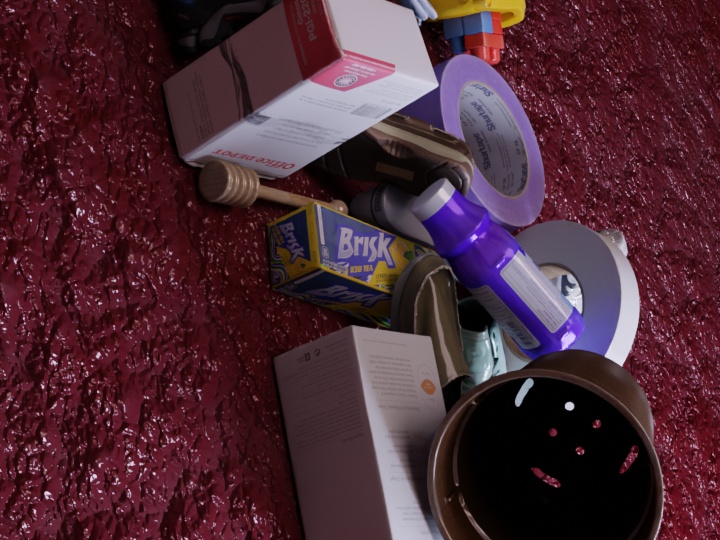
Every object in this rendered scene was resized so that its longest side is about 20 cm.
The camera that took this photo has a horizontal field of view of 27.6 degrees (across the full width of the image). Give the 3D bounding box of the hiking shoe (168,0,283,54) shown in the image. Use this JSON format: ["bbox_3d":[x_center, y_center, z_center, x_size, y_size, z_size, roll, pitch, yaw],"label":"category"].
[{"bbox_3d":[-0.092,-0.264,1.303,0.088,0.198,0.074,67,20,-5],"label":"hiking shoe"}]

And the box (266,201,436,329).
[{"bbox_3d":[0.000,0.000,1.407,0.199,0.064,0.071,20,56,-47],"label":"box"}]

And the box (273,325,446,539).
[{"bbox_3d":[0.012,0.163,1.301,0.124,0.097,0.203,11,62,-52],"label":"box"}]

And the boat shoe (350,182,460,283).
[{"bbox_3d":[0.071,-0.032,1.522,0.199,0.065,0.073,24,71,-39],"label":"boat shoe"}]

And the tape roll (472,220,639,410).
[{"bbox_3d":[0.198,0.049,1.533,0.037,0.201,0.205,21,55,-43],"label":"tape roll"}]

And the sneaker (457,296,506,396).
[{"bbox_3d":[0.109,0.122,1.446,0.119,0.073,0.202,76,10,-47],"label":"sneaker"}]

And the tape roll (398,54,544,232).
[{"bbox_3d":[0.116,-0.130,1.622,0.199,0.084,0.202,31,49,-43],"label":"tape roll"}]

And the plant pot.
[{"bbox_3d":[0.176,0.164,1.303,0.202,0.198,0.198,66,18,-2],"label":"plant pot"}]

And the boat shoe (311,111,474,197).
[{"bbox_3d":[0.017,-0.129,1.443,0.200,0.075,0.075,23,40,-4],"label":"boat shoe"}]

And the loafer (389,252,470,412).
[{"bbox_3d":[0.077,0.082,1.395,0.075,0.069,0.203,-20,113,-42],"label":"loafer"}]

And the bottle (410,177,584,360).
[{"bbox_3d":[0.130,-0.001,1.414,0.065,0.083,0.200,-44,101,-8],"label":"bottle"}]

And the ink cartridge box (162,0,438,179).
[{"bbox_3d":[-0.055,-0.164,1.301,0.145,0.199,0.086,6,61,-52],"label":"ink cartridge box"}]

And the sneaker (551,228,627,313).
[{"bbox_3d":[0.242,0.026,1.640,0.079,0.198,0.131,-14,95,-28],"label":"sneaker"}]

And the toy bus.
[{"bbox_3d":[0.142,-0.342,1.751,0.199,0.134,0.195,-15,97,-58],"label":"toy bus"}]

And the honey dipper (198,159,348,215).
[{"bbox_3d":[-0.075,-0.067,1.371,0.199,0.038,0.038,13,61,-56],"label":"honey dipper"}]

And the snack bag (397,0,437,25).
[{"bbox_3d":[0.016,-0.342,1.551,0.189,0.021,0.200,54,4,-9],"label":"snack bag"}]
